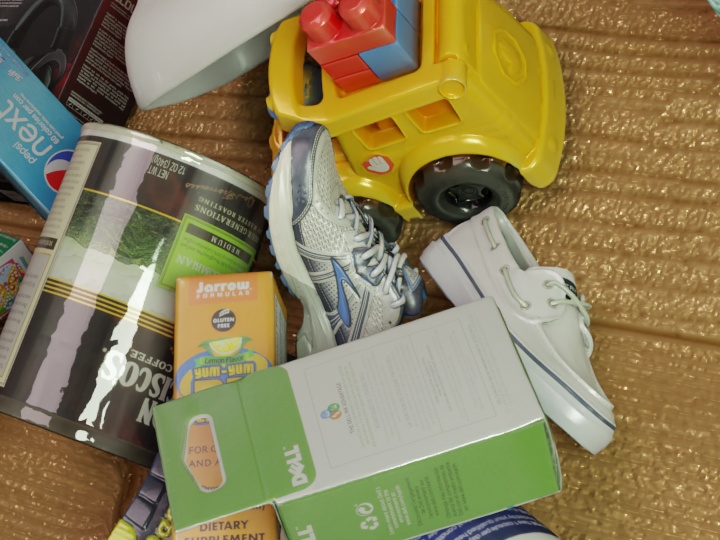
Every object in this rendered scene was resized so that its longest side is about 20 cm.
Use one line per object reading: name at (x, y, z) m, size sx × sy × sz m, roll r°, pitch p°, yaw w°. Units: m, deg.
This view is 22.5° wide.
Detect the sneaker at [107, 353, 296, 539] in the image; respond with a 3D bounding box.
sneaker at (-0.097, 0.139, 1.159) m, size 0.074 × 0.082 × 0.200 m, roll 29°, pitch 71°, yaw 18°

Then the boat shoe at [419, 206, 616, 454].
boat shoe at (0.102, 0.025, 1.084) m, size 0.067 × 0.074 × 0.200 m, roll -45°, pitch 46°, yaw 7°

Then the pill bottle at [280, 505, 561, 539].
pill bottle at (0.056, 0.179, 0.994) m, size 0.120 × 0.120 × 0.200 m, roll -52°, pitch 45°, yaw -1°

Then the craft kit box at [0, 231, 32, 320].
craft kit box at (-0.365, 0.036, 1.395) m, size 0.198 × 0.049 × 0.200 m, roll -47°, pitch 34°, yaw -20°

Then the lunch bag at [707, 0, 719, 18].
lunch bag at (0.284, -0.199, 1.013) m, size 0.200 × 0.170 × 0.122 m, roll -36°, pitch 55°, yaw 15°

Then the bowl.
bowl at (-0.066, -0.196, 1.266) m, size 0.199 × 0.200 × 0.075 m, roll -28°, pitch 91°, yaw 22°

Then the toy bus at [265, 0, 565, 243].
toy bus at (0.005, -0.116, 1.162) m, size 0.200 × 0.192 × 0.136 m, roll -16°, pitch 57°, yaw 28°

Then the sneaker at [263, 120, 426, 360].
sneaker at (0.000, 0.000, 1.129) m, size 0.085 × 0.200 × 0.077 m, roll -4°, pitch 21°, yaw 20°

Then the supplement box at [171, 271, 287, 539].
supplement box at (-0.078, 0.102, 1.093) m, size 0.066 × 0.069 × 0.200 m, roll -5°, pitch 64°, yaw 4°

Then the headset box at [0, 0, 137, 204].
headset box at (-0.253, -0.156, 1.465) m, size 0.149 × 0.077 × 0.200 m, roll 9°, pitch 71°, yaw 40°

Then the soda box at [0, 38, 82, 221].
soda box at (-0.236, -0.089, 1.337) m, size 0.064 × 0.068 × 0.200 m, roll -41°, pitch 84°, yaw -10°

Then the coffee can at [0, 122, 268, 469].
coffee can at (-0.156, 0.020, 1.218) m, size 0.146 × 0.146 × 0.200 m, roll 13°, pitch 79°, yaw 41°

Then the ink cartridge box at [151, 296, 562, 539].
ink cartridge box at (-0.004, 0.094, 0.972) m, size 0.200 × 0.059 × 0.104 m, roll -18°, pitch 40°, yaw -1°
